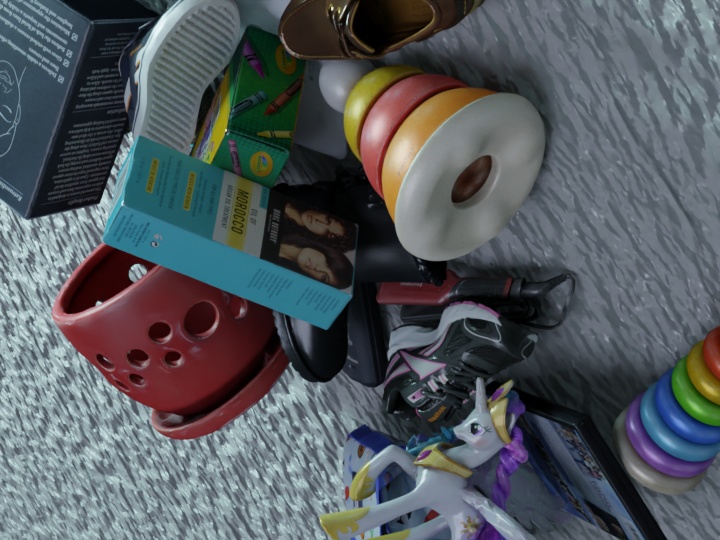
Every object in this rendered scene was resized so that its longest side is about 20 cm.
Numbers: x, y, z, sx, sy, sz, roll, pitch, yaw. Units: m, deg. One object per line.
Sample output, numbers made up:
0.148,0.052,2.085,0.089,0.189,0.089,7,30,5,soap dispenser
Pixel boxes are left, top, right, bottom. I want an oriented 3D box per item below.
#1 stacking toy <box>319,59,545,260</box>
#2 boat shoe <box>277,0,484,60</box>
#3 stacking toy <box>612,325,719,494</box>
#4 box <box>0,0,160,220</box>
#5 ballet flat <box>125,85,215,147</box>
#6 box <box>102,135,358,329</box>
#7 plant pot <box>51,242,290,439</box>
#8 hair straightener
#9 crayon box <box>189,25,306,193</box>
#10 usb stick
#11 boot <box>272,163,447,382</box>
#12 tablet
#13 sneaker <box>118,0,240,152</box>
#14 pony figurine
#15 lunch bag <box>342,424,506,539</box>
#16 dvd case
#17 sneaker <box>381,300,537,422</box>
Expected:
0.036,-0.118,1.191,0.200,0.145,0.147,44,148,34,stacking toy
0.003,-0.199,1.157,0.199,0.068,0.072,-7,121,43,boat shoe
0.271,0.088,1.169,0.085,0.085,0.201,36,137,12,stacking toy
-0.291,-0.174,1.374,0.148,0.107,0.202,35,115,21,box
-0.210,-0.156,1.428,0.198,0.068,0.076,3,105,35,ballet flat
-0.101,-0.030,1.203,0.198,0.083,0.049,21,134,-17,box
-0.168,0.047,1.458,0.199,0.201,0.183,-14,122,49,plant pot
0.109,0.025,1.309,0.198,0.041,0.077,-8,145,41,hair straightener
-0.109,-0.095,1.290,0.058,0.120,0.200,17,142,-14,crayon box
-0.008,0.026,1.414,0.055,0.033,0.202,18,135,31,usb stick
0.001,0.000,1.306,0.161,0.073,0.201,-6,105,30,boot
-0.068,-0.195,1.285,0.129,0.014,0.202,24,137,28,tablet
-0.163,-0.185,1.287,0.200,0.078,0.080,-56,46,48,sneaker
0.093,0.205,1.287,0.199,0.167,0.194,-36,110,10,pony figurine
0.060,0.243,1.437,0.201,0.123,0.170,55,171,-8,lunch bag
0.184,0.169,1.304,0.143,0.017,0.200,57,168,-13,dvd case
0.082,0.091,1.307,0.080,0.087,0.200,24,158,-17,sneaker
